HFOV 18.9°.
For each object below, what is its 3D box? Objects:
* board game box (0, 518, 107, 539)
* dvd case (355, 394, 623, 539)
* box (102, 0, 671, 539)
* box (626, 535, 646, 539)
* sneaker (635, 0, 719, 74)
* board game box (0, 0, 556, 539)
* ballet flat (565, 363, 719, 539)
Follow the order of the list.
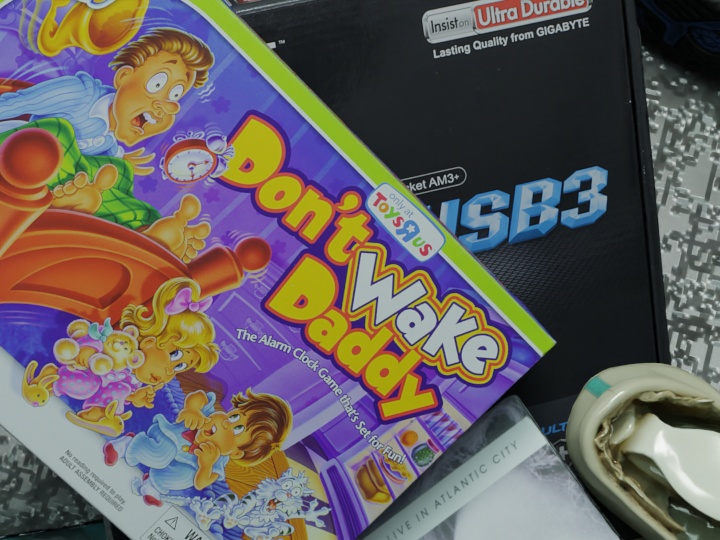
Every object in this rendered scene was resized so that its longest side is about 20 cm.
[{"bbox_3d":[-0.112,0.189,0.734,0.135,0.028,0.201,-9,69,-1],"label":"board game box"},{"bbox_3d":[0.049,0.164,0.686,0.148,0.016,0.200,-37,80,4],"label":"dvd case"},{"bbox_3d":[0.000,0.000,0.713,0.199,0.050,0.199,-12,111,-12],"label":"box"},{"bbox_3d":[0.074,0.156,0.734,0.199,0.035,0.111,-16,70,-3],"label":"box"},{"bbox_3d":[0.101,-0.153,0.824,0.077,0.076,0.200,-42,72,-11],"label":"sneaker"},{"bbox_3d":[-0.058,-0.003,0.647,0.134,0.045,0.200,-45,110,3],"label":"board game box"},{"bbox_3d":[0.148,0.096,0.667,0.200,0.070,0.070,35,75,11],"label":"ballet flat"}]
